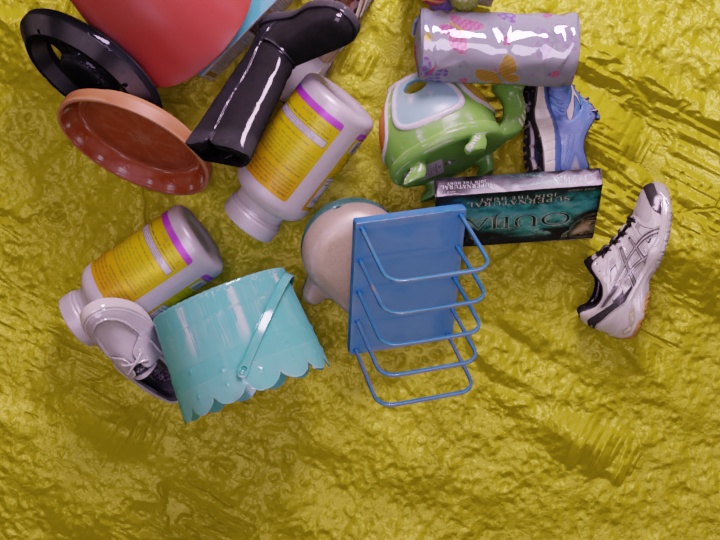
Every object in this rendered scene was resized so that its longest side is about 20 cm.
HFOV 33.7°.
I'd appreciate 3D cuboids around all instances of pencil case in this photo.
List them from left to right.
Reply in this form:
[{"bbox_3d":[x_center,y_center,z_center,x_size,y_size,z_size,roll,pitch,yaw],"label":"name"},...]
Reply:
[{"bbox_3d":[0.160,-0.264,1.391,0.198,0.083,0.092,0,62,-1],"label":"pencil case"}]

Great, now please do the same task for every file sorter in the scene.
[{"bbox_3d":[0.070,0.044,1.410,0.137,0.123,0.201,-8,128,-15],"label":"file sorter"}]

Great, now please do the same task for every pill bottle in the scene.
[{"bbox_3d":[-0.280,0.011,1.503,0.199,0.104,0.105,-33,93,5],"label":"pill bottle"},{"bbox_3d":[-0.082,-0.135,1.465,0.104,0.104,0.200,39,104,-1],"label":"pill bottle"}]

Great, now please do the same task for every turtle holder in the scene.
[{"bbox_3d":[0.106,-0.181,1.444,0.185,0.140,0.133,-31,72,30],"label":"turtle holder"}]

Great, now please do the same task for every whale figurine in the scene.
[{"bbox_3d":[0.000,0.000,1.503,0.158,0.104,0.201,-21,118,1],"label":"whale figurine"}]

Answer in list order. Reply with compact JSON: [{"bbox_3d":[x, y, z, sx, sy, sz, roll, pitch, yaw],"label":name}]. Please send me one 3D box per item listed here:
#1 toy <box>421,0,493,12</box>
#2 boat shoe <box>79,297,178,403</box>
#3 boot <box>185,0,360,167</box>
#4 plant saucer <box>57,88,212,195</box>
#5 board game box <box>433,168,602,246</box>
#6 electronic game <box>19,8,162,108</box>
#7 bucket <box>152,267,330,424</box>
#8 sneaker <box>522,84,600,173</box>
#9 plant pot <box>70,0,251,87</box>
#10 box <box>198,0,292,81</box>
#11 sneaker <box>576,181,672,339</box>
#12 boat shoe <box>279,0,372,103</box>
[{"bbox_3d":[0.104,-0.333,1.399,0.114,0.200,0.048,13,84,2],"label":"toy"},{"bbox_3d":[-0.276,0.105,1.469,0.072,0.200,0.069,-28,52,0],"label":"boat shoe"},{"bbox_3d":[-0.100,-0.213,1.369,0.066,0.164,0.201,45,62,-31],"label":"boot"},{"bbox_3d":[-0.272,-0.159,1.451,0.199,0.201,0.033,21,68,1],"label":"plant saucer"},{"bbox_3d":[0.191,-0.074,1.457,0.198,0.136,0.028,-3,63,4],"label":"board game box"},{"bbox_3d":[-0.326,-0.242,1.442,0.199,0.200,0.042,32,69,0],"label":"electronic game"},{"bbox_3d":[-0.149,0.090,1.459,0.206,0.207,0.136,-22,86,5],"label":"bucket"},{"bbox_3d":[0.245,-0.206,1.478,0.088,0.078,0.202,-6,91,-17],"label":"sneaker"},{"bbox_3d":[-0.254,-0.345,1.390,0.199,0.177,0.202,-18,54,26],"label":"plant pot"},{"bbox_3d":[-0.137,-0.324,1.475,0.200,0.082,0.049,-44,91,6],"label":"box"},{"bbox_3d":[0.327,-0.017,1.482,0.087,0.076,0.202,15,95,1],"label":"sneaker"},{"bbox_3d":[-0.051,-0.297,1.479,0.074,0.068,0.201,33,97,-1],"label":"boat shoe"}]
